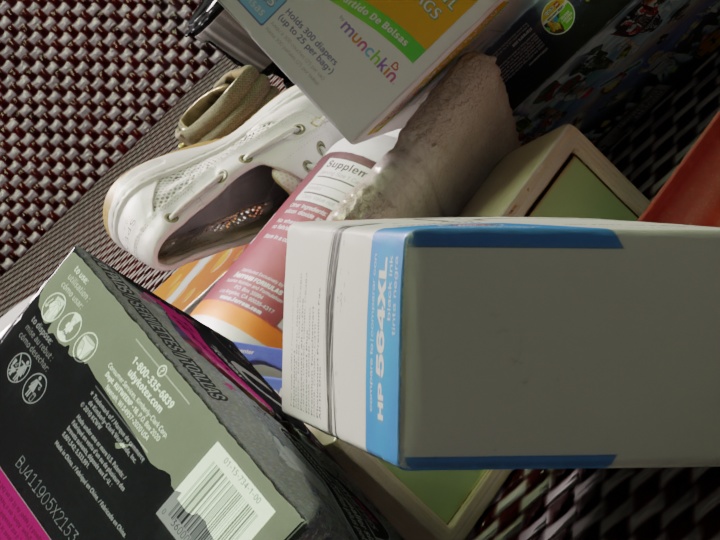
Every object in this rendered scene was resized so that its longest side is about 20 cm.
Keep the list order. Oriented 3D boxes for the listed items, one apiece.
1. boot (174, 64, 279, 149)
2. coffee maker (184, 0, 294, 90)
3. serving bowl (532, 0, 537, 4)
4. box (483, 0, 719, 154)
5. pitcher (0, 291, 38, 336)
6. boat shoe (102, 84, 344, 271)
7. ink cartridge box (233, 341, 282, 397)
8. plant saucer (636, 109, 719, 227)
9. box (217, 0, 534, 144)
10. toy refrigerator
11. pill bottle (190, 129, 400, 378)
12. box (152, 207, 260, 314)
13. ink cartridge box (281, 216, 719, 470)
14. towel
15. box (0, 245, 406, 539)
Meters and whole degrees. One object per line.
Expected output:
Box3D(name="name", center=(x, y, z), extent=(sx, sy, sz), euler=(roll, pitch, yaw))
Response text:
Box3D(name="boot", center=(-0.058, -0.057, 1.547), extent=(0.072, 0.154, 0.200), euler=(-56, 8, -24))
Box3D(name="coffee maker", center=(0.009, -0.172, 1.595), extent=(0.192, 0.200, 0.135), euler=(-51, 13, -22))
Box3D(name="serving bowl", center=(0.114, -0.137, 1.314), extent=(0.199, 0.066, 0.200), euler=(-22, -10, -4))
Box3D(name="box", center=(0.144, -0.129, 1.202), extent=(0.200, 0.040, 0.137), euler=(-43, -22, 18))
Box3D(name="pitcher", center=(-0.184, 0.116, 1.221), extent=(0.200, 0.121, 0.172), euler=(-62, -8, 11))
Box3D(name="boat shoe", center=(-0.046, -0.051, 1.329), extent=(0.200, 0.071, 0.069), euler=(-28, 43, -17))
Box3D(name="ink cartridge box", center=(-0.076, 0.111, 1.060), extent=(0.119, 0.042, 0.201), euler=(8, 57, 20))
Box3D(name="plant saucer", center=(0.206, -0.068, 0.945), extent=(0.200, 0.037, 0.199), euler=(-51, 12, -23))
Box3D(name="box", center=(0.008, -0.138, 1.129), extent=(0.101, 0.113, 0.200), euler=(-43, 0, 9))
Box3D(name="toy refrigerator", center=(0.056, 0.032, 1.045), extent=(0.200, 0.076, 0.070), euler=(-52, 13, -27))
Box3D(name="pill bottle", center=(0.000, 0.000, 1.264), extent=(0.200, 0.113, 0.113), euler=(-50, 12, -21))
Box3D(name="box", center=(-0.084, 0.048, 1.439), extent=(0.200, 0.097, 0.124), euler=(-41, 13, 24))
Box3D(name="ink cartridge box", center=(0.059, 0.023, 0.862), extent=(0.200, 0.145, 0.085), euler=(-169, 78, -76))
Box3D(name="towel", center=(0.034, -0.016, 1.137), extent=(0.133, 0.034, 0.200), euler=(-52, -23, -14))
Box3D(name="box", center=(-0.075, 0.107, 0.933), extent=(0.132, 0.115, 0.200), euler=(-50, 47, 5))
